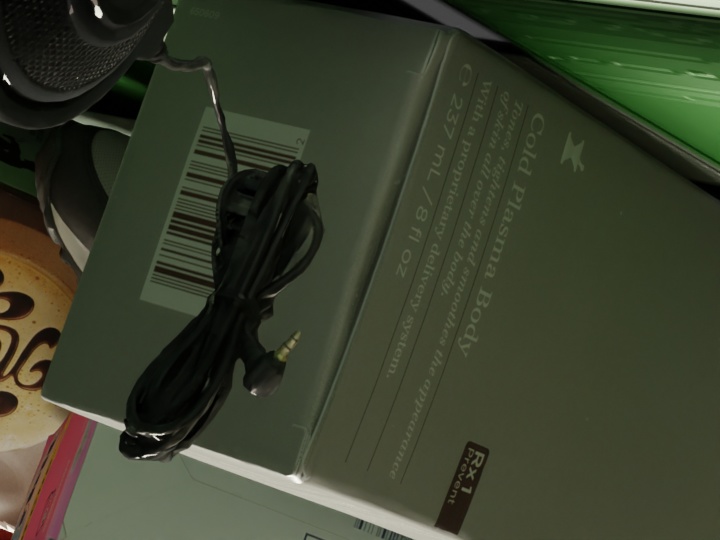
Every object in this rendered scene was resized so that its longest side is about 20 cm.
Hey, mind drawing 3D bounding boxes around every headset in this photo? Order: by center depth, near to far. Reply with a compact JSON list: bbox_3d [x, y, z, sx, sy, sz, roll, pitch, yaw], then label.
[{"bbox_3d":[-0.079,-0.048,0.475,0.200,0.094,0.123,37,164,-36],"label":"headset"}]

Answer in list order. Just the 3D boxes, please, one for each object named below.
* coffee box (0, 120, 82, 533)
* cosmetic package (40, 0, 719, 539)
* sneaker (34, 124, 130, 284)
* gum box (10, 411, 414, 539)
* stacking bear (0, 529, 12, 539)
[{"bbox_3d":[-0.081,0.026,0.902,0.200,0.113,0.080,24,-159,-13],"label":"coffee box"},{"bbox_3d":[0.026,0.015,0.676,0.090,0.107,0.200,14,174,39],"label":"cosmetic package"},{"bbox_3d":[0.000,0.000,0.811,0.200,0.079,0.074,24,-151,-14],"label":"sneaker"},{"bbox_3d":[0.000,0.098,0.819,0.199,0.066,0.114,22,158,-8],"label":"gum box"},{"bbox_3d":[-0.132,0.054,1.025,0.121,0.201,0.114,14,173,35],"label":"stacking bear"}]
